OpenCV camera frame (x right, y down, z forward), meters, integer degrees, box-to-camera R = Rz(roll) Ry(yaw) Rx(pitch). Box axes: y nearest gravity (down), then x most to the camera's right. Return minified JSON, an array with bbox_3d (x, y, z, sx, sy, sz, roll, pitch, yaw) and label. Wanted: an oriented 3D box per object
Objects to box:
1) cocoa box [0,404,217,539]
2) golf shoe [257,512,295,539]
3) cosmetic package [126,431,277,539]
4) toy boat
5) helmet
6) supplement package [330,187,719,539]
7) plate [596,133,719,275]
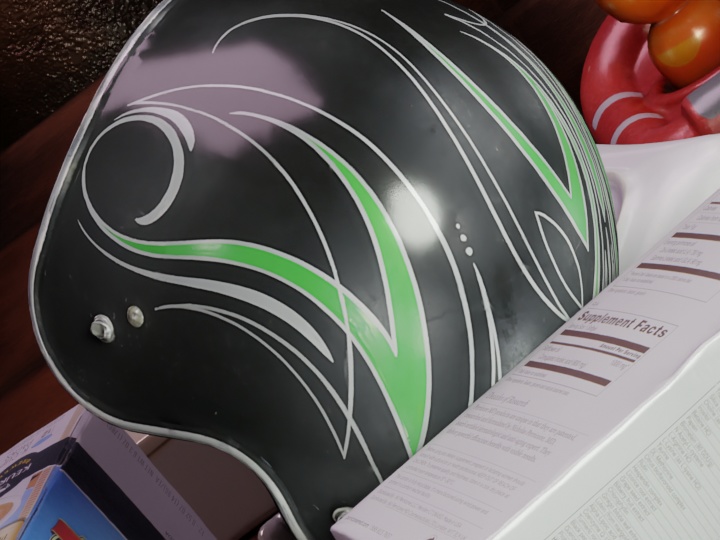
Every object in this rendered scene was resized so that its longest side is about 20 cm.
[{"bbox_3d":[-0.159,0.176,1.170,0.199,0.134,0.131,-32,16,25],"label":"cocoa box"},{"bbox_3d":[-0.018,0.159,0.979,0.077,0.088,0.200,-33,16,14],"label":"golf shoe"},{"bbox_3d":[-0.073,0.085,1.378,0.200,0.073,0.104,-38,14,3],"label":"cosmetic package"},{"bbox_3d":[0.153,-0.110,1.311,0.130,0.131,0.200,-36,14,5],"label":"toy boat"},{"bbox_3d":[0.000,0.000,0.999,0.200,0.190,0.200,-56,-18,-29],"label":"helmet"},{"bbox_3d":[0.111,0.067,0.893,0.200,0.114,0.109,-40,15,-12],"label":"supplement package"},{"bbox_3d":[0.064,0.032,1.121,0.201,0.032,0.200,-66,21,-8],"label":"plate"}]
